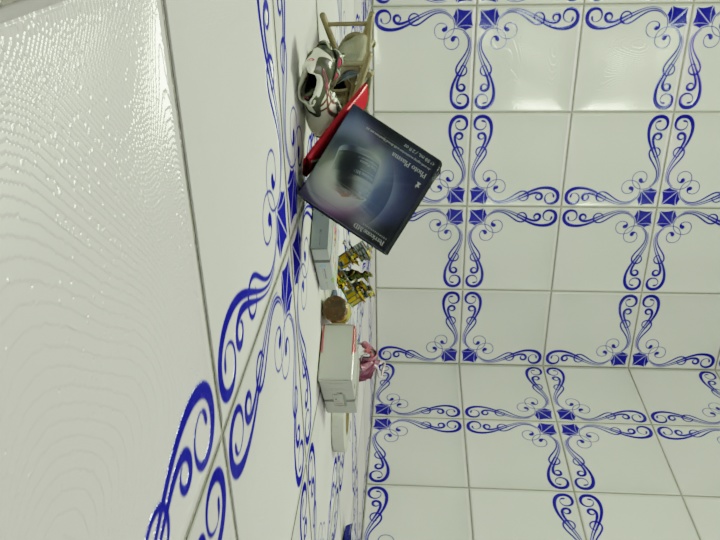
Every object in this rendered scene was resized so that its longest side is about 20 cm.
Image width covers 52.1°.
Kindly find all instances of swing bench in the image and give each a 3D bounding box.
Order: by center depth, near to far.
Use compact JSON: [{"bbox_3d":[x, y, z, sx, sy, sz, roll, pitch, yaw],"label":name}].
[{"bbox_3d":[-0.032,-0.417,1.577,0.200,0.128,0.202,-85,175,-47],"label":"swing bench"}]

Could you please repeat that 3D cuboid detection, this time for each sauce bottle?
[{"bbox_3d":[-0.053,0.102,1.811,0.200,0.065,0.067,55,36,-79],"label":"sauce bottle"}]

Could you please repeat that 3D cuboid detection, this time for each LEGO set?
[{"bbox_3d":[0.000,0.000,1.857,0.155,0.115,0.200,59,7,5],"label":"LEGO set"}]

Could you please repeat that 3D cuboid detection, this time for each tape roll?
[{"bbox_3d":[-0.054,0.406,2.064,0.203,0.036,0.206,1,90,-86],"label":"tape roll"}]

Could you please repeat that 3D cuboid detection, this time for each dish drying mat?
[{"bbox_3d":[-0.045,-0.267,1.405,0.201,0.018,0.077,-53,170,-21],"label":"dish drying mat"}]

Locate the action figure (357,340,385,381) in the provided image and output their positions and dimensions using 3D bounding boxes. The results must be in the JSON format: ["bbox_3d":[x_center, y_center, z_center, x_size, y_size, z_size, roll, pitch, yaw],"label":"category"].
[{"bbox_3d":[0.025,0.315,2.484,0.201,0.147,0.136,110,-8,-58],"label":"action figure"}]

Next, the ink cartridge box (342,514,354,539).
[{"bbox_3d":[-0.038,0.905,2.390,0.095,0.036,0.203,-73,165,-73],"label":"ink cartridge box"}]

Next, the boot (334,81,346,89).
[{"bbox_3d":[-0.041,-0.453,1.793,0.096,0.072,0.203,104,-11,-78],"label":"boot"}]

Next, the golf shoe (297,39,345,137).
[{"bbox_3d":[-0.086,-0.324,1.361,0.088,0.077,0.201,-46,157,-36],"label":"golf shoe"}]

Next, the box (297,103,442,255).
[{"bbox_3d":[0.020,-0.165,1.383,0.200,0.199,0.123,-58,176,3],"label":"box"}]

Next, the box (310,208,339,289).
[{"bbox_3d":[-0.076,-0.069,1.631,0.201,0.040,0.158,85,7,-63],"label":"box"}]

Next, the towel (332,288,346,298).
[{"bbox_3d":[-0.057,0.090,2.038,0.201,0.023,0.149,-79,169,-66],"label":"towel"}]

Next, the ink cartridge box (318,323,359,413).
[{"bbox_3d":[-0.049,0.239,1.777,0.201,0.081,0.148,84,8,-58],"label":"ink cartridge box"}]
